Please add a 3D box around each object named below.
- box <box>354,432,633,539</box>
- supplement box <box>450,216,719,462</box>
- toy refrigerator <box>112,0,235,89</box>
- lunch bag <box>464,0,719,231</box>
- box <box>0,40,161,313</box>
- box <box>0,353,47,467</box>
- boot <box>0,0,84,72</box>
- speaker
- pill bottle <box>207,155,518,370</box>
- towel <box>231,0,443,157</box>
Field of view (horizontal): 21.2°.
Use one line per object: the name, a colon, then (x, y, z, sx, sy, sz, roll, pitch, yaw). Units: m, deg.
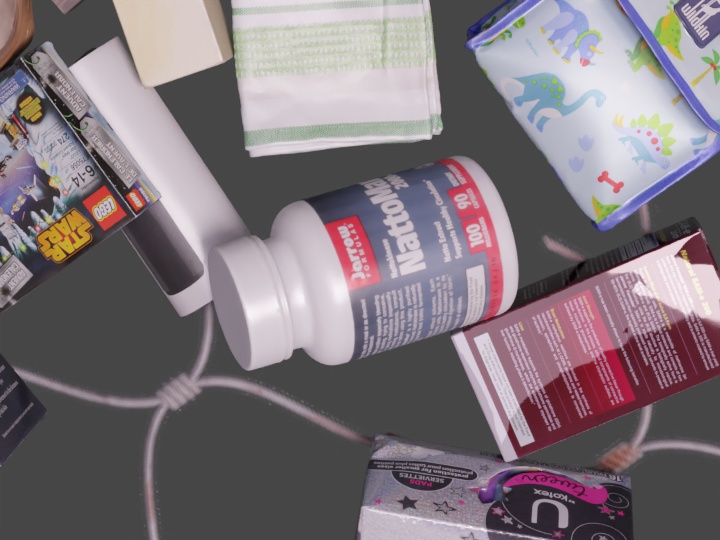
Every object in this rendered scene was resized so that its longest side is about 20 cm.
box: (0.093, 0.215, 1.418, 0.198, 0.115, 0.133, 9, 115, 1)
supplement box: (0.177, 0.050, 1.420, 0.199, 0.061, 0.109, -22, 100, 9)
toy refrigerator: (-0.157, -0.237, 1.379, 0.069, 0.076, 0.201, -17, 100, 7)
lunch bag: (0.198, -0.154, 1.344, 0.199, 0.127, 0.171, -35, 99, 9)
box: (-0.253, -0.058, 1.395, 0.199, 0.040, 0.137, -32, 98, 37)
box: (-0.344, 0.077, 1.417, 0.104, 0.148, 0.200, -37, 96, 10)
boot: (-0.279, -0.212, 1.337, 0.200, 0.070, 0.146, -40, 98, 1)
speaker: (-0.155, -0.070, 1.410, 0.081, 0.081, 0.201, -32, 98, 9)
pill bottle: (0.000, 0.000, 1.360, 0.199, 0.119, 0.121, -17, 101, -17)
towel: (-0.020, -0.187, 1.392, 0.148, 0.031, 0.202, -6, 101, -5)
